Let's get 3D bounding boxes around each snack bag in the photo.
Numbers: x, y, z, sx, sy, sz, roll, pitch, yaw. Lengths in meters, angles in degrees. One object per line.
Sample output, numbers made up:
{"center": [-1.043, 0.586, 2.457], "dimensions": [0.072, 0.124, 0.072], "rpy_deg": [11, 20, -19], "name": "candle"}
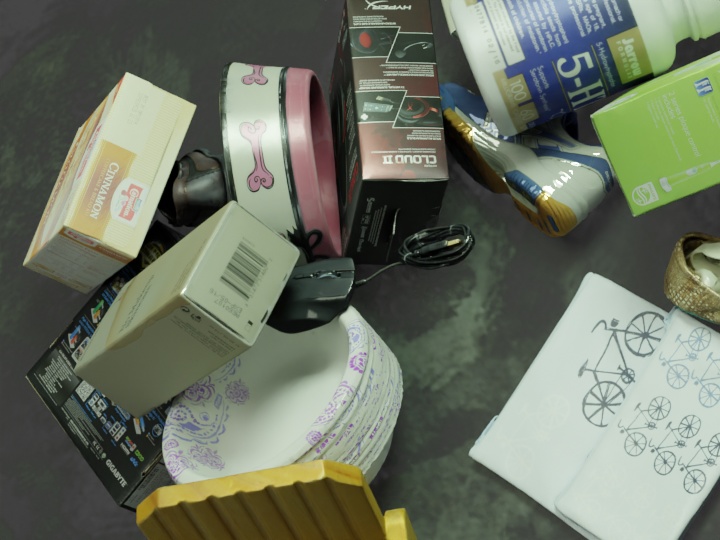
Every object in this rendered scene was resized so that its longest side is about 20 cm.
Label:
{"center": [0.198, 0.109, 1.316], "dimensions": [0.200, 0.021, 0.189], "rpy_deg": [33, 90, 39], "name": "snack bag"}

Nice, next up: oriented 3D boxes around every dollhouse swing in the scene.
{"center": [-0.059, 0.255, 1.278], "dimensions": [0.200, 0.176, 0.182], "rpy_deg": [-10, 71, 7], "name": "dollhouse swing"}

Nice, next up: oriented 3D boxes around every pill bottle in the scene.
{"center": [0.182, -0.195, 1.353], "dimensions": [0.200, 0.120, 0.120], "rpy_deg": [-22, 58, 8], "name": "pill bottle"}

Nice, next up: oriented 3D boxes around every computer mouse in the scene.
{"center": [0.000, 0.000, 1.374], "dimensions": [0.200, 0.034, 0.059], "rpy_deg": [-22, 36, 24], "name": "computer mouse"}

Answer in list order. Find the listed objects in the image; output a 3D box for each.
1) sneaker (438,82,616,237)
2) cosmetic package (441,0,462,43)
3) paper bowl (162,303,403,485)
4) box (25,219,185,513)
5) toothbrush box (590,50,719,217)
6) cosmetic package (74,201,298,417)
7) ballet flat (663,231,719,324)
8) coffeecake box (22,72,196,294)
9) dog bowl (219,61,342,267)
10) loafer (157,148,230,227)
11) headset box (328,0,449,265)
{"center": [0.137, -0.107, 1.435], "dimensions": [0.088, 0.075, 0.200], "rpy_deg": [-39, 52, -9], "name": "sneaker"}
{"center": [0.112, -0.280, 1.493], "dimensions": [0.073, 0.103, 0.200], "rpy_deg": [-33, 55, 29], "name": "cosmetic package"}
{"center": [-0.054, 0.126, 1.403], "dimensions": [0.200, 0.104, 0.201], "rpy_deg": [-28, 34, 21], "name": "paper bowl"}
{"center": [-0.190, 0.086, 1.571], "dimensions": [0.199, 0.050, 0.200], "rpy_deg": [-49, 50, 5], "name": "box"}
{"center": [0.289, -0.125, 1.268], "dimensions": [0.200, 0.146, 0.086], "rpy_deg": [-21, 95, 26], "name": "toothbrush box"}
{"center": [-0.143, 0.035, 1.396], "dimensions": [0.200, 0.073, 0.104], "rpy_deg": [-32, 25, 49], "name": "cosmetic package"}
{"center": [0.303, 0.022, 1.247], "dimensions": [0.200, 0.065, 0.070], "rpy_deg": [21, 46, 37], "name": "ballet flat"}
{"center": [-0.234, -0.075, 1.586], "dimensions": [0.200, 0.073, 0.154], "rpy_deg": [-26, 42, 66], "name": "coffeecake box"}
{"center": [-0.063, -0.085, 1.478], "dimensions": [0.074, 0.200, 0.200], "rpy_deg": [-8, 63, 6], "name": "dog bowl"}
{"center": [-0.157, -0.072, 1.547], "dimensions": [0.200, 0.063, 0.072], "rpy_deg": [179, 82, -72], "name": "loafer"}
{"center": [0.022, -0.107, 1.445], "dimensions": [0.075, 0.149, 0.200], "rpy_deg": [-1, 64, -8], "name": "headset box"}
